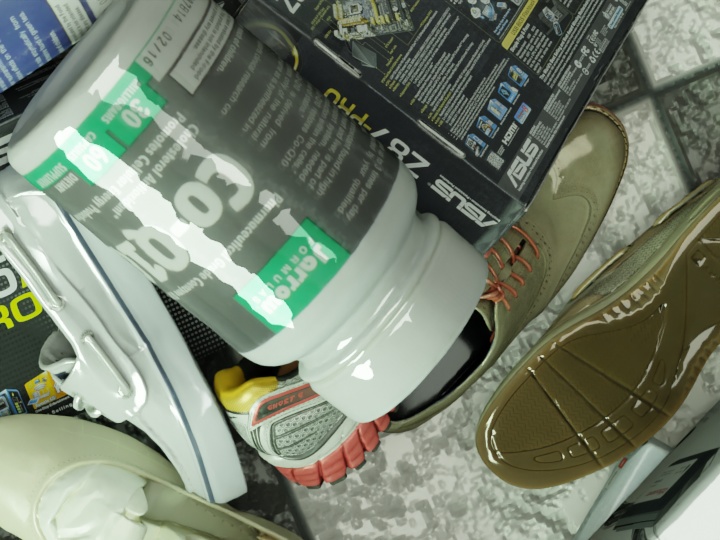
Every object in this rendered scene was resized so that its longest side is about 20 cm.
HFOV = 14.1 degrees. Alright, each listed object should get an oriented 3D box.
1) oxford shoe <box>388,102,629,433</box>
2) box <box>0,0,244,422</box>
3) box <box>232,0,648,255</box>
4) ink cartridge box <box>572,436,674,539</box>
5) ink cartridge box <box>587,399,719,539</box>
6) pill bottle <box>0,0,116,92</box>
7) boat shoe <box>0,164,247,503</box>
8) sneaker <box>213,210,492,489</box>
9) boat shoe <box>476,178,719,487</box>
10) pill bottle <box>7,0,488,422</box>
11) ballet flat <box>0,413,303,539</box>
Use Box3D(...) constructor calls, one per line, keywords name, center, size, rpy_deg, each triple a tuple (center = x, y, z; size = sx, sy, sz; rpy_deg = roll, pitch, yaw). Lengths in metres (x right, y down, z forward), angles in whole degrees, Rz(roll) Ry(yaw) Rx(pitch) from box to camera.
Box3D(name="oxford shoe", center=(0.070, 0.004, 1.437), size=(0.070, 0.075, 0.200), rpy_deg=(37, 89, -11))
Box3D(name="box", center=(-0.122, -0.023, 1.397), size=(0.199, 0.044, 0.161), rpy_deg=(-24, 121, -9))
Box3D(name="box", center=(0.039, -0.120, 1.387), size=(0.161, 0.049, 0.200), rpy_deg=(39, 43, -6))
Box3D(name="ink cartridge box", center=(0.159, 0.207, 1.465), size=(0.162, 0.050, 0.201), rpy_deg=(30, 85, -4))
Box3D(name="ink cartridge box", center=(0.166, 0.135, 1.371), size=(0.084, 0.145, 0.200), rpy_deg=(43, 89, -1))
Box3D(name="pill bottle", center=(-0.207, -0.117, 1.315), size=(0.199, 0.111, 0.111), rpy_deg=(-34, 94, -4))
Box3D(name="boat shoe", center=(-0.119, 0.033, 1.364), size=(0.065, 0.074, 0.201), rpy_deg=(-29, 110, -4))
Box3D(name="sneaker", center=(0.000, 0.000, 1.382), size=(0.082, 0.078, 0.201), rpy_deg=(37, 71, -36))
Box3D(name="boat shoe", center=(0.137, 0.027, 1.446), size=(0.072, 0.065, 0.200), rpy_deg=(43, 96, -13))
Box3D(name="pill bottle", center=(-0.047, -0.031, 1.281), size=(0.200, 0.113, 0.113), rpy_deg=(39, 87, -13))
Box3D(name="ballet flat", center=(-0.099, 0.125, 1.404), size=(0.199, 0.069, 0.070), rpy_deg=(23, 89, -23))
